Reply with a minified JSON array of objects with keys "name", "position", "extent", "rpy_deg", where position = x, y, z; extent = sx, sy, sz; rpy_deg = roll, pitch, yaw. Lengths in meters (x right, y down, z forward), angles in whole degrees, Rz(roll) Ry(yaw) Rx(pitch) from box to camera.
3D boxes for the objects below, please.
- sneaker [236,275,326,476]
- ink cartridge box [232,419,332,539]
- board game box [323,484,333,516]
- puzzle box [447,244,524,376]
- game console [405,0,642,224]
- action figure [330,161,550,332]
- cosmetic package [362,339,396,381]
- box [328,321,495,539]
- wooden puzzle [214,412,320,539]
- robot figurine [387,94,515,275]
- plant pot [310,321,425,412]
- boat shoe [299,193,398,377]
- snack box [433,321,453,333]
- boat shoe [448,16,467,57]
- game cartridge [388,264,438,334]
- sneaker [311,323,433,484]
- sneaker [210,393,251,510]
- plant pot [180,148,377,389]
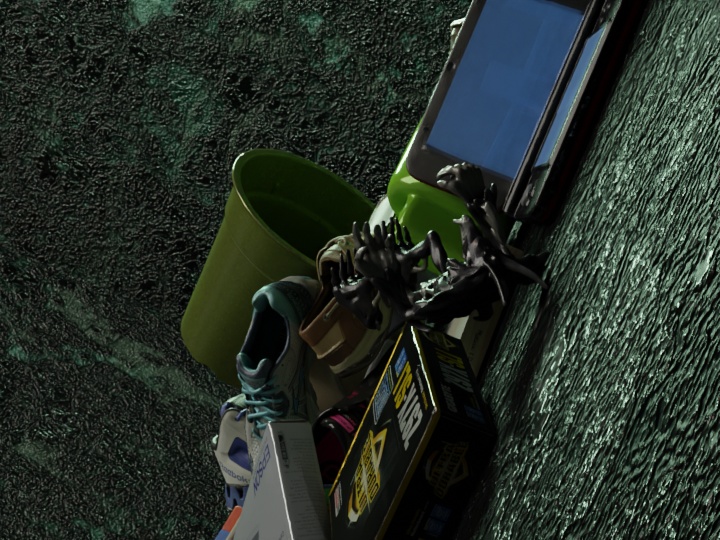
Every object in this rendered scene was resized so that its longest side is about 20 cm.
[{"name":"sneaker","position":[-0.084,0.104,1.382],"extent":[0.086,0.077,0.201],"rpy_deg":[1,-85,-61]},{"name":"ink cartridge box","position":[-0.059,0.257,1.222],"extent":[0.200,0.040,0.201],"rpy_deg":[108,154,-45]},{"name":"board game box","position":[-0.048,0.291,1.315],"extent":[0.200,0.034,0.136],"rpy_deg":[113,151,-49]},{"name":"puzzle box","position":[0.076,0.085,1.245],"extent":[0.133,0.025,0.201],"rpy_deg":[117,175,-75]},{"name":"game console","position":[0.125,-0.149,1.212],"extent":[0.172,0.118,0.201],"rpy_deg":[-91,23,-89]},{"name":"action figure","position":[0.049,-0.010,1.078],"extent":[0.119,0.102,0.200],"rpy_deg":[-29,10,-27]},{"name":"cosmetic package","position":[0.011,0.174,1.428],"extent":[0.102,0.074,0.201],"rpy_deg":[112,-178,-78]},{"name":"box","position":[0.030,0.139,1.071],"extent":[0.200,0.049,0.160],"rpy_deg":[-100,34,-74]},{"name":"wooden puzzle","position":[-0.075,0.258,1.484],"extent":[0.200,0.046,0.186],"rpy_deg":[-54,-38,-24]},{"name":"robot figurine","position":[0.099,-0.096,1.357],"extent":[0.201,0.115,0.176],"rpy_deg":[-63,-3,-21]},{"name":"plant pot","position":[-0.008,0.089,1.649],"extent":[0.201,0.200,0.134],"rpy_deg":[-67,20,0]},{"name":"boat shoe","position":[0.000,0.000,1.376],"extent":[0.076,0.074,0.201],"rpy_deg":[-36,26,45]},{"name":"snack box","position":[0.091,0.045,1.437],"extent":[0.200,0.024,0.072],"rpy_deg":[118,175,-81]},{"name":"boat shoe","position":[0.143,-0.230,1.369],"extent":[0.202,0.074,0.075],"rpy_deg":[-22,75,50]},{"name":"game cartridge","position":[0.046,0.027,1.482],"extent":[0.133,0.040,0.200],"rpy_deg":[-41,-2,-39]},{"name":"sneaker","position":[0.009,0.134,1.324],"extent":[0.200,0.077,0.084],"rpy_deg":[-53,-14,2]},{"name":"sneaker","position":[-0.089,0.178,1.603],"extent":[0.199,0.116,0.081],"rpy_deg":[-20,12,35]},{"name":"plant pot","position":[-0.085,0.014,1.529],"extent":[0.190,0.200,0.200],"rpy_deg":[-54,6,27]}]
